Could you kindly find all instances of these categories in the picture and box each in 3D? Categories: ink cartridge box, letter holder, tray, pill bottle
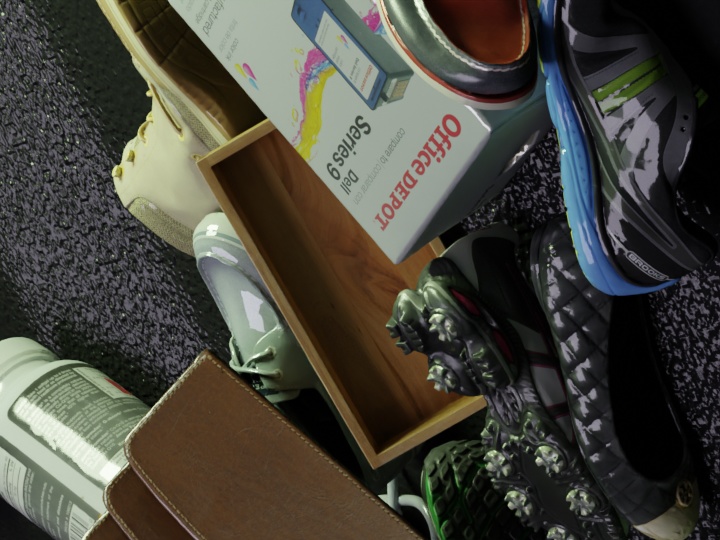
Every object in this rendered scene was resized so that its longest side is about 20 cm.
[{"bbox_3d":[0.007,-0.126,1.355,0.200,0.087,0.145,49,147,8],"label":"ink cartridge box"},{"bbox_3d":[-0.060,0.172,1.502,0.200,0.142,0.101,40,167,13],"label":"letter holder"},{"bbox_3d":[0.000,0.000,1.467,0.201,0.098,0.037,60,-176,-7],"label":"tray"},{"bbox_3d":[-0.193,0.134,1.829,0.200,0.116,0.117,33,141,34],"label":"pill bottle"}]

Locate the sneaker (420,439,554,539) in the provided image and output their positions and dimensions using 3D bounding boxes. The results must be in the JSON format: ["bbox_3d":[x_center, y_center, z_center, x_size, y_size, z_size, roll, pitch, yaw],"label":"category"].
[{"bbox_3d":[0.091,0.192,1.534,0.201,0.078,0.085,59,151,-4],"label":"sneaker"}]

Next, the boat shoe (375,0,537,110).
[{"bbox_3d":[0.040,-0.165,1.243,0.063,0.071,0.201,110,149,-49],"label":"boat shoe"}]

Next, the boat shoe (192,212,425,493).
[{"bbox_3d":[-0.039,0.055,1.553,0.201,0.072,0.070,50,147,-19],"label":"boat shoe"}]

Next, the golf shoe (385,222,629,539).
[{"bbox_3d":[0.101,0.068,1.413,0.077,0.088,0.201,-7,122,50],"label":"golf shoe"}]

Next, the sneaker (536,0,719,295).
[{"bbox_3d":[0.131,-0.089,1.250,0.082,0.071,0.201,-10,102,10],"label":"sneaker"}]

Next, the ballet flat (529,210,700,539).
[{"bbox_3d":[0.142,0.059,1.362,0.057,0.066,0.201,-5,118,36],"label":"ballet flat"}]

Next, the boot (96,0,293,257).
[{"bbox_3d":[-0.115,-0.103,1.550,0.200,0.073,0.155,50,149,-8],"label":"boot"}]

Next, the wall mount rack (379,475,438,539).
[{"bbox_3d":[-0.030,0.206,1.658,0.200,0.074,0.175,-13,73,56],"label":"wall mount rack"}]
